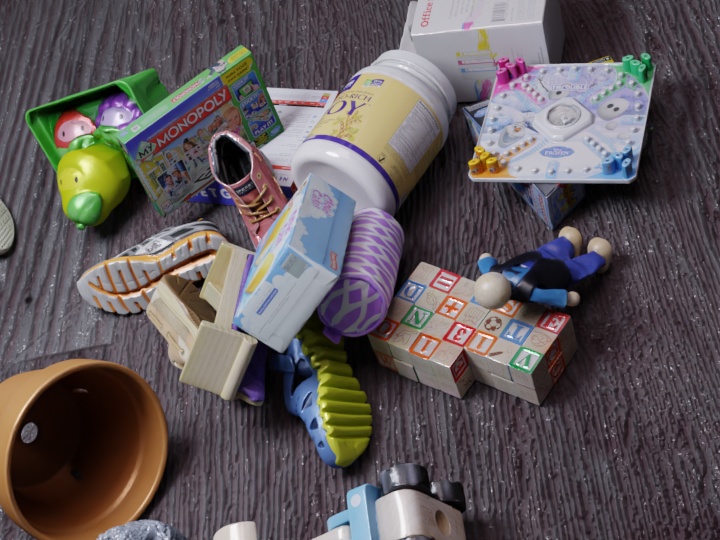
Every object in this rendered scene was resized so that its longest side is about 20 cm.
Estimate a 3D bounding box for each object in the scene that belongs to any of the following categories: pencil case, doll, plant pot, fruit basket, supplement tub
[{"bbox_3d":[0.000,0.000,1.516,0.085,0.084,0.200,-44,11,23],"label":"pencil case"},{"bbox_3d":[0.188,0.003,1.453,0.136,0.049,0.199,23,30,34],"label":"doll"},{"bbox_3d":[-0.330,0.190,1.448,0.140,0.200,0.200,7,50,46],"label":"plant pot"},{"bbox_3d":[-0.354,-0.161,1.779,0.215,0.156,0.216,-23,23,10],"label":"fruit basket"},{"bbox_3d":[0.021,-0.163,1.656,0.145,0.146,0.200,16,56,31],"label":"supplement tub"}]

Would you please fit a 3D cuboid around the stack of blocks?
[{"bbox_3d":[0.122,0.078,1.462,0.199,0.059,0.115,20,59,33],"label":"stack of blocks"}]

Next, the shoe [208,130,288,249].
[{"bbox_3d":[-0.126,-0.079,1.635,0.071,0.091,0.201,-31,65,12],"label":"shoe"}]

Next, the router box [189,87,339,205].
[{"bbox_3d":[-0.141,-0.168,1.786,0.199,0.049,0.180,7,53,25],"label":"router box"}]

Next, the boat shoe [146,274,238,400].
[{"bbox_3d":[-0.190,0.090,1.569,0.065,0.071,0.200,-53,50,18],"label":"boat shoe"}]

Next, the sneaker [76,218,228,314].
[{"bbox_3d":[-0.260,-0.008,1.676,0.199,0.079,0.077,-18,32,-1],"label":"sneaker"}]

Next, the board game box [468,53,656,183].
[{"bbox_3d":[0.242,-0.186,1.595,0.199,0.026,0.201,2,51,21],"label":"board game box"}]

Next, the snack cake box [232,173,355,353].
[{"bbox_3d":[-0.070,-0.013,1.465,0.115,0.067,0.200,-53,12,24],"label":"snack cake box"}]

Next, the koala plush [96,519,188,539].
[{"bbox_3d":[-0.172,0.342,1.259,0.199,0.178,0.184,14,45,34],"label":"koala plush"}]

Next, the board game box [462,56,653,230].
[{"bbox_3d":[0.248,-0.151,1.622,0.199,0.062,0.201,-19,47,3],"label":"board game box"}]

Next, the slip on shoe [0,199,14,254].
[{"bbox_3d":[-0.539,-0.081,1.850,0.061,0.074,0.200,-55,52,16],"label":"slip on shoe"}]

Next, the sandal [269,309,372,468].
[{"bbox_3d":[-0.048,0.137,1.472,0.087,0.079,0.201,-41,45,27],"label":"sandal"}]

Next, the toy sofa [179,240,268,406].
[{"bbox_3d":[-0.135,0.057,1.496,0.097,0.083,0.200,20,27,-9],"label":"toy sofa"}]

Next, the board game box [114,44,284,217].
[{"bbox_3d":[-0.201,-0.176,1.687,0.200,0.135,0.029,-38,48,-14],"label":"board game box"}]

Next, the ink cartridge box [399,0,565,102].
[{"bbox_3d":[0.158,-0.310,1.753,0.199,0.126,0.129,-1,49,19],"label":"ink cartridge box"}]

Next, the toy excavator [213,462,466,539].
[{"bbox_3d":[-0.014,0.266,1.276,0.199,0.194,0.100,-29,52,26],"label":"toy excavator"}]
